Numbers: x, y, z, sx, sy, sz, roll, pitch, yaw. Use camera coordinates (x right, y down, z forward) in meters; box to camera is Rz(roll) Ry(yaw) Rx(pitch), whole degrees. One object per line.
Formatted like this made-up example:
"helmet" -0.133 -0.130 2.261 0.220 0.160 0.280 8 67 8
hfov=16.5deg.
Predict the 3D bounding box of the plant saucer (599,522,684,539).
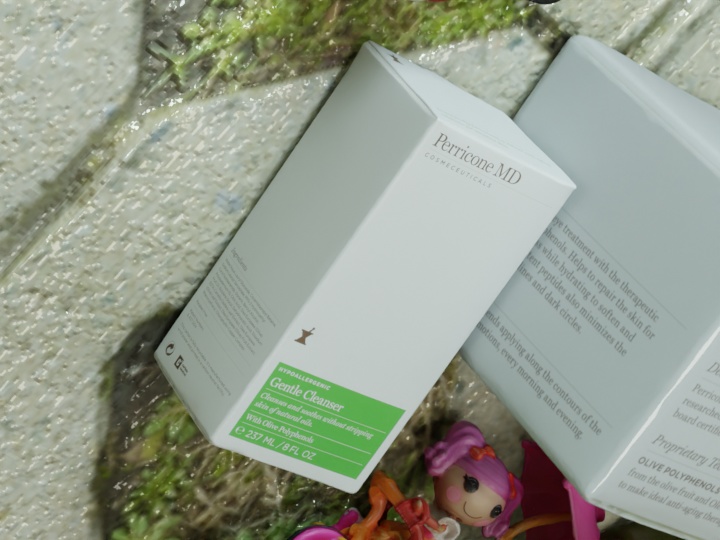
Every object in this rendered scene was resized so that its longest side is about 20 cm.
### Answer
"plant saucer" 0.118 0.219 1.398 0.031 0.200 0.200 33 103 -10

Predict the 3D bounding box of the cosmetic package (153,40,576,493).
"cosmetic package" 0.000 0.000 1.247 0.108 0.085 0.200 22 110 -39

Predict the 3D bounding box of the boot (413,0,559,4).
"boot" 0.082 -0.221 1.157 0.144 0.072 0.200 -4 118 -45

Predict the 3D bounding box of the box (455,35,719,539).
"box" 0.172 0.020 1.288 0.200 0.199 0.171 22 109 -42

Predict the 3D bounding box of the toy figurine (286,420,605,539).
"toy figurine" 0.046 0.158 1.388 0.184 0.150 0.200 -47 110 -12
